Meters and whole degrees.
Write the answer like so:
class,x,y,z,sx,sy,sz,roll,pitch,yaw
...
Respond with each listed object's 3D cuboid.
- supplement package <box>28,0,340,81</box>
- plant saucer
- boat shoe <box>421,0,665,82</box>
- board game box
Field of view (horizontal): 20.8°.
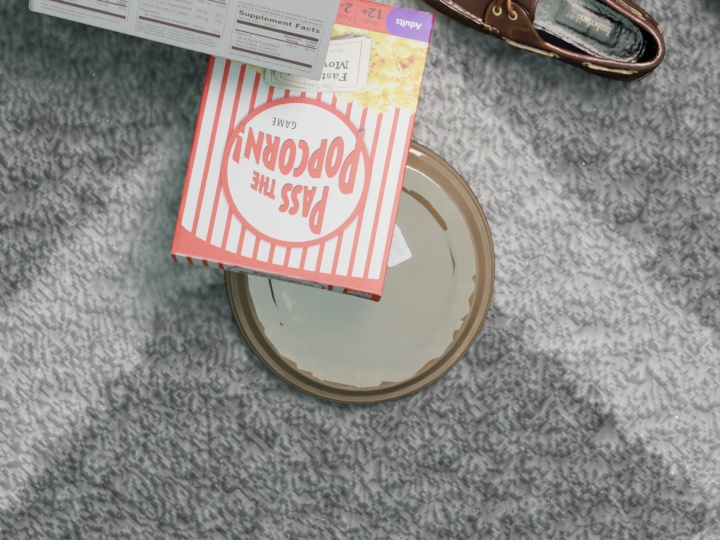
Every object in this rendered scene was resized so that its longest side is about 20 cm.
class,x,y,z,sx,sy,sz,roll,pitch,yaw
supplement package,-0.101,-0.238,1.299,0.198,0.157,0.111,14,139,-4
plant saucer,0.000,0.000,1.417,0.198,0.029,0.203,0,97,-2
boat shoe,0.122,-0.190,1.373,0.198,0.070,0.071,20,98,-3
board game box,-0.039,-0.092,1.368,0.150,0.046,0.202,10,84,-1
